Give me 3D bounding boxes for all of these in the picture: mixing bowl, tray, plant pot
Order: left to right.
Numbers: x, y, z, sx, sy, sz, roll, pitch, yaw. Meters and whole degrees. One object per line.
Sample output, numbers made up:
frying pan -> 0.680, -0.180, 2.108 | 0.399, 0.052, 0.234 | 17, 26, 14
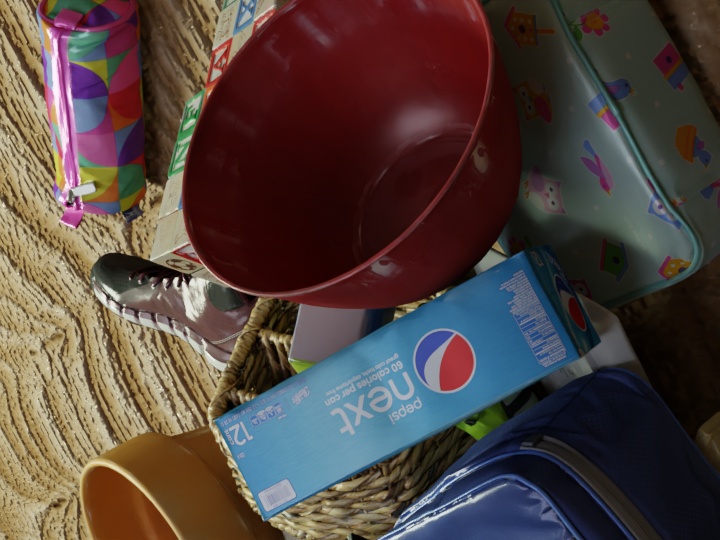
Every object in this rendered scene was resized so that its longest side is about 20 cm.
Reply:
plant pot -> -0.102, 0.203, 1.184 | 0.200, 0.183, 0.200 | 34, 139, 36
mixing bowl -> 0.013, -0.056, 0.772 | 0.200, 0.200, 0.108 | 14, 165, 44
tray -> 0.129, 0.054, 0.866 | 0.107, 0.022, 0.200 | 29, 167, 34

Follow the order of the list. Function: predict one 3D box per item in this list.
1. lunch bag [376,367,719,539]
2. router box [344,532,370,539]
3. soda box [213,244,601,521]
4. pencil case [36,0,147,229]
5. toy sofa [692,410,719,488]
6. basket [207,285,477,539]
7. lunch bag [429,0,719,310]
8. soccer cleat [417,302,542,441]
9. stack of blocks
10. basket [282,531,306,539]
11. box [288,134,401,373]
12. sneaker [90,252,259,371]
lunch bag -> 0.099, 0.163, 0.814 | 0.136, 0.132, 0.200 | 52, 138, 5
router box -> 0.071, 0.266, 0.910 | 0.200, 0.150, 0.062 | 24, 111, -16
soda box -> 0.025, 0.060, 0.769 | 0.200, 0.068, 0.064 | -29, 85, 19
pencil case -> -0.221, -0.136, 1.180 | 0.088, 0.088, 0.200 | 31, 134, 33
toy sofa -> 0.278, 0.155, 0.795 | 0.200, 0.083, 0.098 | 32, 133, 31
basket -> -0.019, 0.096, 1.011 | 0.200, 0.143, 0.149 | 8, 122, 45
lunch bag -> 0.121, -0.077, 0.824 | 0.200, 0.077, 0.160 | 60, 147, 1
soccer cleat -> 0.097, 0.088, 0.943 | 0.067, 0.081, 0.200 | -11, 145, 36
stack of blocks -> -0.065, -0.101, 0.901 | 0.115, 0.059, 0.200 | -20, 56, 55
basket -> 0.035, 0.235, 1.104 | 0.135, 0.123, 0.200 | 5, 118, 48
box -> 0.000, 0.000, 0.900 | 0.048, 0.200, 0.122 | 10, 166, 9
sneaker -> -0.145, 0.000, 1.205 | 0.200, 0.076, 0.116 | 25, 128, 23
